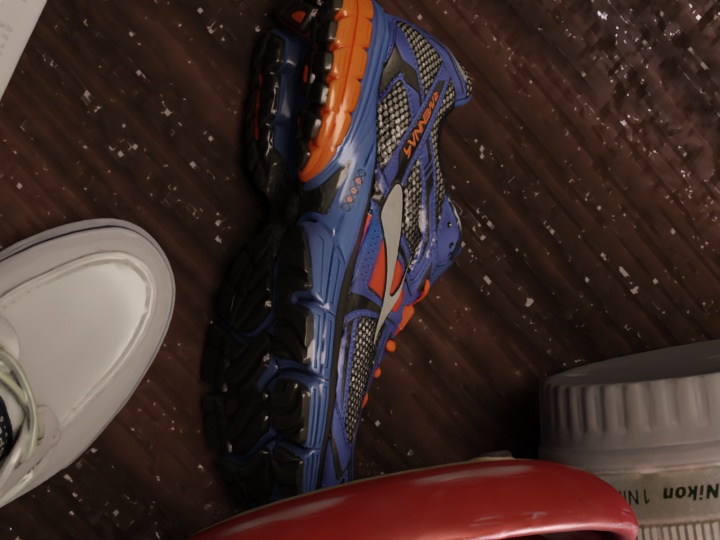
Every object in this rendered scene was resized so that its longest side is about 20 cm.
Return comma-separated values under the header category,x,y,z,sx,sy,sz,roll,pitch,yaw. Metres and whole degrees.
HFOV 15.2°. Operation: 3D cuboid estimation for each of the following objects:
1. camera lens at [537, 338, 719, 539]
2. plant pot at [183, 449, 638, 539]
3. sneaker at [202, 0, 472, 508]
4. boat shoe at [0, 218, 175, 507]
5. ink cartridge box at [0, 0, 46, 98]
category,x,y,z,sx,sy,sz,roll,pitch,yaw
camera lens,0.151,0.127,0.970,0.160,0.160,0.200,-9,92,-26
plant pot,0.014,0.166,0.862,0.200,0.200,0.183,-7,74,-26
sneaker,0.000,0.000,0.953,0.078,0.075,0.200,12,84,-28
boat shoe,-0.131,0.055,0.888,0.200,0.067,0.074,-43,106,-21
ink cartridge box,-0.166,-0.153,0.900,0.162,0.050,0.200,31,67,-21
